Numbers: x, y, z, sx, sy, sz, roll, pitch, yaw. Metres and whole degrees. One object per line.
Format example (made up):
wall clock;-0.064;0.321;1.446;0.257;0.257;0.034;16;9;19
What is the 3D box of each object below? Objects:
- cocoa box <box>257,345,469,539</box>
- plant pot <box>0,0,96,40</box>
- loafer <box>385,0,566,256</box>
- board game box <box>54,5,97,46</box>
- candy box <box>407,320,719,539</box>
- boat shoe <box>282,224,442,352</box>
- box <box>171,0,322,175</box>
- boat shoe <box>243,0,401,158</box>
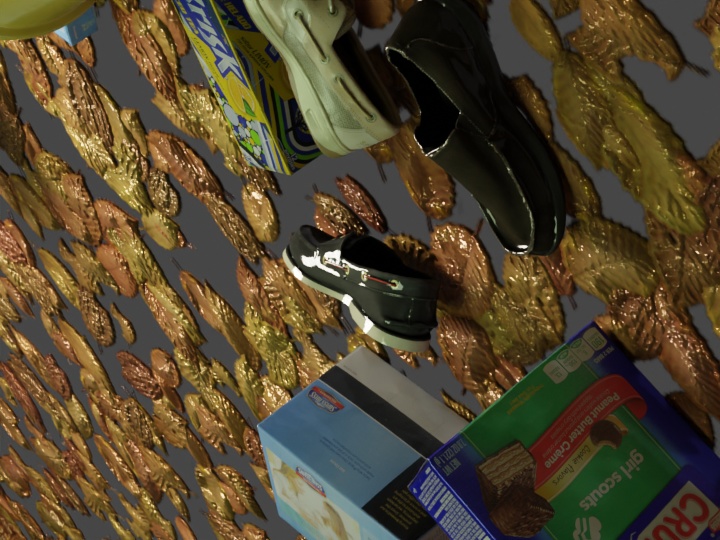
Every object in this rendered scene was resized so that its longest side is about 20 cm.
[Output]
cocoa box;0.027;0.189;1.636;0.200;0.131;0.134;34;149;36
plant pot;-0.255;-0.275;1.448;0.189;0.200;0.201;15;135;57
loafer;0.070;-0.089;1.269;0.073;0.071;0.201;1;123;61
board game box;-0.326;-0.314;1.733;0.200;0.037;0.152;36;150;33
candy box;0.163;0.167;1.317;0.200;0.169;0.077;49;159;10
boat shoe;0.002;0.000;1.526;0.201;0.073;0.063;36;116;55
box;-0.086;-0.176;1.446;0.070;0.064;0.201;16;136;55
boat shoe;-0.031;-0.180;1.353;0.065;0.072;0.201;-17;106;26
